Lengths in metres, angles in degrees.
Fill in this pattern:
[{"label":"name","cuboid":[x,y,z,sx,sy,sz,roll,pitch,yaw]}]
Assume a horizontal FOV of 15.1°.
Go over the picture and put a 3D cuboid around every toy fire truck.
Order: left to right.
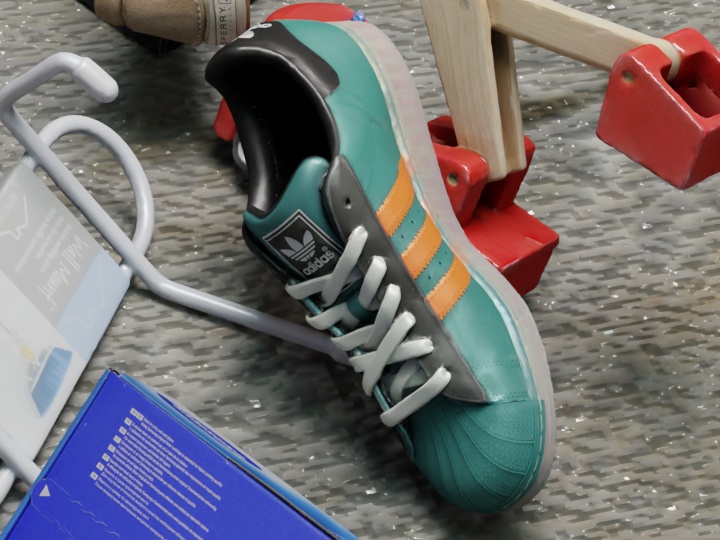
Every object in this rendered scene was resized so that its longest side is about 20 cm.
[{"label":"toy fire truck","cuboid":[0.042,-0.061,1.035,0.200,0.141,0.049,37,36,21]}]

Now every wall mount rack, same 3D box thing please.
[{"label":"wall mount rack","cuboid":[-0.085,0.025,0.978,0.174,0.074,0.200,48,42,-21]}]

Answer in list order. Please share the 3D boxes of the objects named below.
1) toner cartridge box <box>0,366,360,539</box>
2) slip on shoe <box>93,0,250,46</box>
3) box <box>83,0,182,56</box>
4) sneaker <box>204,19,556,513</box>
[{"label":"toner cartridge box","cuboid":[-0.031,0.121,0.846,0.200,0.043,0.095,34,91,37]},{"label":"slip on shoe","cuboid":[-0.079,-0.171,1.110,0.060,0.076,0.201,-3,54,-2]},{"label":"box","cuboid":[-0.091,-0.204,1.214,0.200,0.050,0.198,37,50,20]},{"label":"sneaker","cuboid":[0.000,0.000,0.984,0.080,0.071,0.201,-6,66,-48]}]
